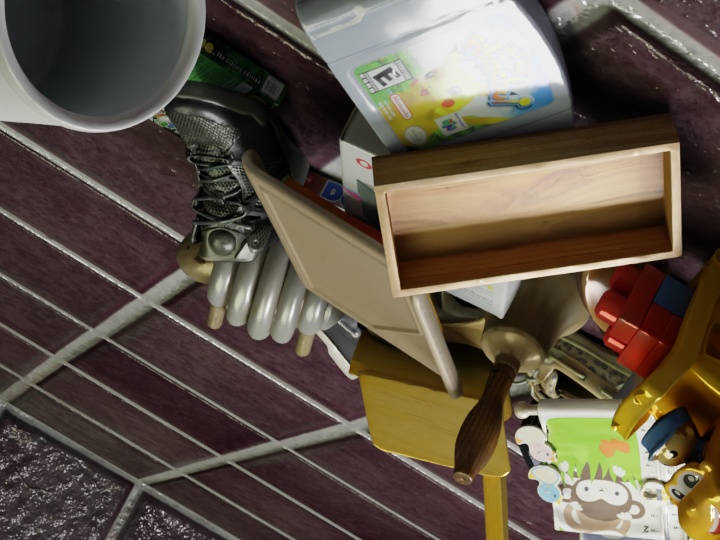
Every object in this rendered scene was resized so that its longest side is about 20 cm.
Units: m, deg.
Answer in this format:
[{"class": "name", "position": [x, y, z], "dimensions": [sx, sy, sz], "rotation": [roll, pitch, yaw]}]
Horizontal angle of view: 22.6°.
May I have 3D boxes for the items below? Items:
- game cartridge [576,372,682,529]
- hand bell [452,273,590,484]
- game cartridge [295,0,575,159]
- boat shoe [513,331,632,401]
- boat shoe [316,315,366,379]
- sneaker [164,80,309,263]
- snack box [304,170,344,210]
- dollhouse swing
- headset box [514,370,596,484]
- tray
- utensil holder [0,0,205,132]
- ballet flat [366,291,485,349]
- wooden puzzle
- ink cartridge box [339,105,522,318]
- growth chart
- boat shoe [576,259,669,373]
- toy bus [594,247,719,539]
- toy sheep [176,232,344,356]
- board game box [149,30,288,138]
[{"class": "game cartridge", "position": [0.280, 0.154, 1.427], "dimensions": [0.199, 0.042, 0.134], "rotation": [26, 127, -6]}, {"class": "hand bell", "position": [0.114, 0.091, 1.460], "dimensions": [0.103, 0.201, 0.105], "rotation": [15, 141, 12]}, {"class": "game cartridge", "position": [0.060, -0.130, 1.147], "dimensions": [0.132, 0.041, 0.200], "rotation": [-22, 141, 15]}, {"class": "boat shoe", "position": [0.196, 0.098, 1.614], "dimensions": [0.199, 0.063, 0.073], "rotation": [20, 161, 27]}, {"class": "boat shoe", "position": [-0.024, 0.032, 1.802], "dimensions": [0.062, 0.073, 0.200], "rotation": [-24, 135, 11]}, {"class": "sneaker", "position": [-0.107, -0.075, 1.453], "dimensions": [0.076, 0.115, 0.200], "rotation": [9, 162, 22]}, {"class": "snack box", "position": [0.013, -0.039, 1.577], "dimensions": [0.199, 0.024, 0.072], "rotation": [24, 162, 15]}, {"class": "dollhouse swing", "position": [0.067, 0.171, 1.675], "dimensions": [0.180, 0.178, 0.200], "rotation": [12, -168, 2]}, {"class": "headset box", "position": [0.267, 0.183, 1.693], "dimensions": [0.199, 0.093, 0.174], "rotation": [19, 160, 25]}, {"class": "tray", "position": [0.112, -0.043, 1.199], "dimensions": [0.198, 0.037, 0.099], "rotation": [-9, 131, 2]}, {"class": "utensil holder", "position": [-0.236, -0.188, 1.317], "dimensions": [0.170, 0.171, 0.199], "rotation": [40, 160, -33]}, {"class": "ballet flat", "position": [0.078, 0.033, 1.638], "dimensions": [0.199, 0.069, 0.063], "rotation": [4, 129, 42]}, {"class": "wooden puzzle", "position": [0.000, 0.000, 1.412], "dimensions": [0.200, 0.037, 0.185], "rotation": [38, 165, 29]}, {"class": "ink cartridge box", "position": [0.066, -0.060, 1.346], "dimensions": [0.144, 0.088, 0.200], "rotation": [26, 160, 10]}, {"class": "growth chart", "position": [0.206, 0.173, 1.431], "dimensions": [0.143, 0.018, 0.201], "rotation": [-9, 124, 24]}, {"class": "boat shoe", "position": [0.201, 0.014, 1.379], "dimensions": [0.201, 0.070, 0.071], "rotation": [63, -178, -50]}, {"class": "toy bus", "position": [0.244, 0.085, 1.276], "dimensions": [0.191, 0.201, 0.136], "rotation": [28, 150, 1]}, {"class": "toy sheep", "position": [-0.074, 0.006, 1.664], "dimensions": [0.198, 0.139, 0.138], "rotation": [14, 162, -3]}, {"class": "board game box", "position": [-0.140, -0.152, 1.501], "dimensions": [0.104, 0.024, 0.200], "rotation": [35, 161, -16]}]
